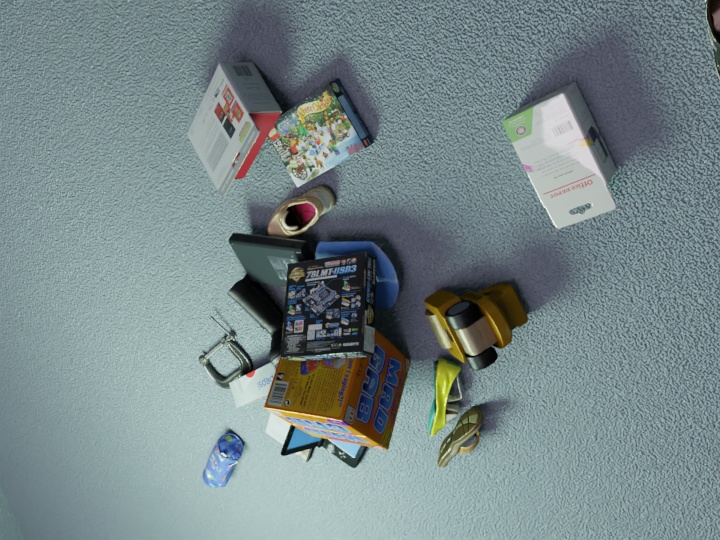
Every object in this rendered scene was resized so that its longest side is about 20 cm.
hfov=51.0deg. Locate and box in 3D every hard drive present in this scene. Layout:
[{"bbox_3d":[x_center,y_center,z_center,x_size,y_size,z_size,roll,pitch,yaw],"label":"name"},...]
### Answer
[{"bbox_3d":[-0.182,-0.017,1.652,0.198,0.033,0.140,8,142,30],"label":"hard drive"}]

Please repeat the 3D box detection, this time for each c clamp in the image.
[{"bbox_3d":[-0.360,0.222,1.959,0.171,0.027,0.200,43,131,-2],"label":"c clamp"}]

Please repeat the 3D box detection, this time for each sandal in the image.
[{"bbox_3d":[0.222,0.363,1.616,0.054,0.081,0.201,25,132,-1],"label":"sandal"}]

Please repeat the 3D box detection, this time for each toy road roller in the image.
[{"bbox_3d":[0.224,0.091,1.433,0.124,0.145,0.200,62,168,-14],"label":"toy road roller"}]

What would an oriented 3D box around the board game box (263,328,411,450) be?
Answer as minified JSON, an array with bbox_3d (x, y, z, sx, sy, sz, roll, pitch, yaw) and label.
[{"bbox_3d":[-0.043,0.237,1.579,0.198,0.202,0.200,2,154,33],"label":"board game box"}]

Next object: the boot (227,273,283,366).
[{"bbox_3d":[-0.223,0.108,1.706,0.065,0.165,0.201,-38,93,14],"label":"boot"}]

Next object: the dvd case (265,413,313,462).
[{"bbox_3d":[-0.169,0.390,1.933,0.142,0.018,0.201,31,130,16],"label":"dvd case"}]

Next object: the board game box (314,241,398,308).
[{"bbox_3d":[0.000,0.000,1.565,0.198,0.039,0.159,1,123,35],"label":"board game box"}]

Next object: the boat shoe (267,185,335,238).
[{"bbox_3d":[-0.138,-0.112,1.567,0.199,0.069,0.074,-31,98,43],"label":"boat shoe"}]

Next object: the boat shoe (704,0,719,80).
[{"bbox_3d":[0.509,-0.294,1.017,0.071,0.068,0.202,-11,112,36],"label":"boat shoe"}]

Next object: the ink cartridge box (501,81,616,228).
[{"bbox_3d":[0.328,-0.181,1.208,0.116,0.067,0.201,-19,104,40],"label":"ink cartridge box"}]

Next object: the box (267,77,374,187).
[{"bbox_3d":[-0.084,-0.262,1.459,0.199,0.038,0.137,-23,103,41],"label":"box"}]

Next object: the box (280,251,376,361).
[{"bbox_3d":[-0.063,0.074,1.499,0.198,0.050,0.201,-8,70,31],"label":"box"}]

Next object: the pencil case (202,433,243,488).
[{"bbox_3d":[-0.388,0.544,2.136,0.087,0.078,0.201,54,138,25],"label":"pencil case"}]

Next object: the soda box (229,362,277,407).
[{"bbox_3d":[-0.241,0.278,1.870,0.199,0.063,0.069,-29,76,42],"label":"soda box"}]

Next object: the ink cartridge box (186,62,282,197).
[{"bbox_3d":[-0.244,-0.275,1.492,0.200,0.083,0.177,-49,64,43],"label":"ink cartridge box"}]

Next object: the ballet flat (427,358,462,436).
[{"bbox_3d":[0.180,0.276,1.599,0.066,0.067,0.202,6,121,7],"label":"ballet flat"}]

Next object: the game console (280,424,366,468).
[{"bbox_3d":[-0.075,0.402,1.809,0.172,0.119,0.201,33,131,13],"label":"game console"}]
